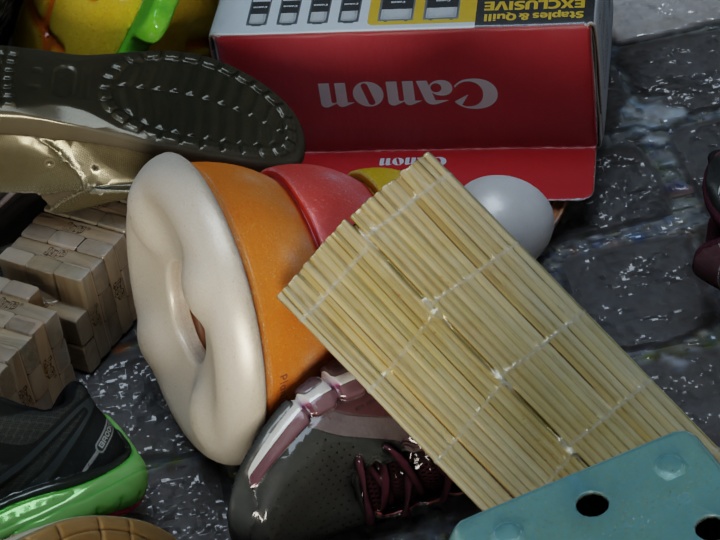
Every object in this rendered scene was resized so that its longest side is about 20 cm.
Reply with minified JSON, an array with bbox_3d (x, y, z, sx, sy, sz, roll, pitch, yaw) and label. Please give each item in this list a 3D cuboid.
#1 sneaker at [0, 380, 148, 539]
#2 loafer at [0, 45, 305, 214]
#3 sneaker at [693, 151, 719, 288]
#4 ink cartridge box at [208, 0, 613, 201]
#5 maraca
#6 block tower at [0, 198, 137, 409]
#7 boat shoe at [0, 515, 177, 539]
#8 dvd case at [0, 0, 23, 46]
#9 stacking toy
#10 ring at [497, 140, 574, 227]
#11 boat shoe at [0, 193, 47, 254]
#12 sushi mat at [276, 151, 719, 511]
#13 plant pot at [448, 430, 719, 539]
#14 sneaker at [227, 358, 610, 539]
[{"bbox_3d":[-0.190,0.096,0.943,0.200,0.077,0.084,-11,66,-39],"label":"sneaker"},{"bbox_3d":[-0.127,-0.067,1.087,0.200,0.067,0.076,10,45,-1],"label":"loafer"},{"bbox_3d":[0.232,-0.052,1.053,0.115,0.076,0.200,22,51,37],"label":"sneaker"},{"bbox_3d":[0.030,-0.119,1.149,0.200,0.084,0.176,-1,41,10],"label":"ink cartridge box"},{"bbox_3d":[-0.123,-0.136,1.169,0.107,0.200,0.137,24,56,-18],"label":"maraca"},{"bbox_3d":[-0.159,0.026,1.073,0.058,0.054,0.200,16,46,27],"label":"block tower"},{"bbox_3d":[-0.155,0.141,0.885,0.069,0.074,0.200,-5,-1,40],"label":"boat shoe"},{"bbox_3d":[-0.195,-0.152,1.187,0.025,0.150,0.200,25,27,-4],"label":"dvd case"},{"bbox_3d":[0.000,0.000,1.021,0.200,0.146,0.146,-14,39,-21],"label":"stacking toy"},{"bbox_3d":[0.012,-0.041,1.141,0.200,0.019,0.201,-6,41,5],"label":"ring"},{"bbox_3d":[-0.243,-0.017,1.139,0.200,0.057,0.067,-28,43,-19],"label":"boat shoe"},{"bbox_3d":[0.063,0.049,0.930,0.096,0.012,0.200,-42,83,-13],"label":"sushi mat"},{"bbox_3d":[0.097,0.165,0.741,0.141,0.200,0.141,-22,41,-12],"label":"plant pot"},{"bbox_3d":[0.045,0.078,0.954,0.200,0.076,0.115,-37,52,-25],"label":"sneaker"}]
